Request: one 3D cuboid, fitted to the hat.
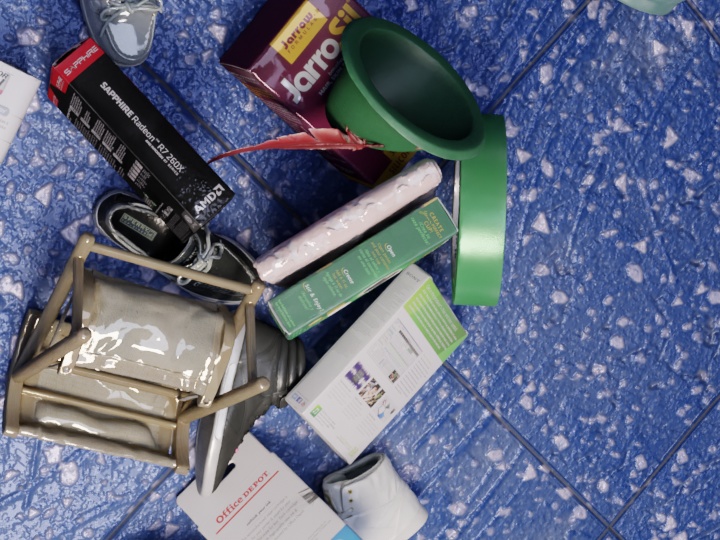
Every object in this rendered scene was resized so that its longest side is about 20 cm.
[{"bbox_3d":[-0.008,-0.134,1.459,0.200,0.166,0.176,37,125,-14],"label":"hat"}]

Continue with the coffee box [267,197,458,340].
[{"bbox_3d":[0.000,0.000,1.510,0.200,0.123,0.044,-32,87,-4],"label":"coffee box"}]

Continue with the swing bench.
[{"bbox_3d":[-0.223,0.088,1.471,0.199,0.130,0.200,17,138,-27],"label":"swing bench"}]

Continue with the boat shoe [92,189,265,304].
[{"bbox_3d":[-0.176,-0.020,1.512,0.199,0.068,0.074,36,87,-26],"label":"boat shoe"}]

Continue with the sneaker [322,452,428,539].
[{"bbox_3d":[-0.029,0.288,1.652,0.200,0.074,0.116,-41,113,-21],"label":"sneaker"}]

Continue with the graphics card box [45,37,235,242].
[{"bbox_3d":[-0.210,-0.120,1.410,0.051,0.125,0.200,-43,94,-16],"label":"graphics card box"}]

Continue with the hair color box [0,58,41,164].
[{"bbox_3d":[-0.392,-0.114,1.401,0.099,0.061,0.200,26,92,-27],"label":"hair color box"}]

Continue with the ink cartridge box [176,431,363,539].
[{"bbox_3d":[-0.088,0.279,1.587,0.116,0.200,0.067,-45,153,-8],"label":"ink cartridge box"}]

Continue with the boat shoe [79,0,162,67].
[{"bbox_3d":[-0.226,-0.295,1.428,0.074,0.065,0.202,-3,103,-23],"label":"boat shoe"}]

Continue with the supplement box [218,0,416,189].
[{"bbox_3d":[-0.021,-0.194,1.520,0.200,0.103,0.131,40,86,-25],"label":"supplement box"}]

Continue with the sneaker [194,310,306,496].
[{"bbox_3d":[-0.112,0.149,1.577,0.099,0.071,0.200,13,93,-21],"label":"sneaker"}]

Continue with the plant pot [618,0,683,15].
[{"bbox_3d":[0.313,-0.360,1.593,0.200,0.200,0.134,13,124,-26],"label":"plant pot"}]

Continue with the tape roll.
[{"bbox_3d":[0.122,-0.063,1.559,0.048,0.200,0.201,3,102,1],"label":"tape roll"}]

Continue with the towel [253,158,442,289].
[{"bbox_3d":[-0.008,-0.041,1.503,0.200,0.191,0.032,-32,84,0],"label":"towel"}]

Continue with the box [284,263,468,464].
[{"bbox_3d":[0.021,0.102,1.611,0.200,0.036,0.144,-46,145,-7],"label":"box"}]
